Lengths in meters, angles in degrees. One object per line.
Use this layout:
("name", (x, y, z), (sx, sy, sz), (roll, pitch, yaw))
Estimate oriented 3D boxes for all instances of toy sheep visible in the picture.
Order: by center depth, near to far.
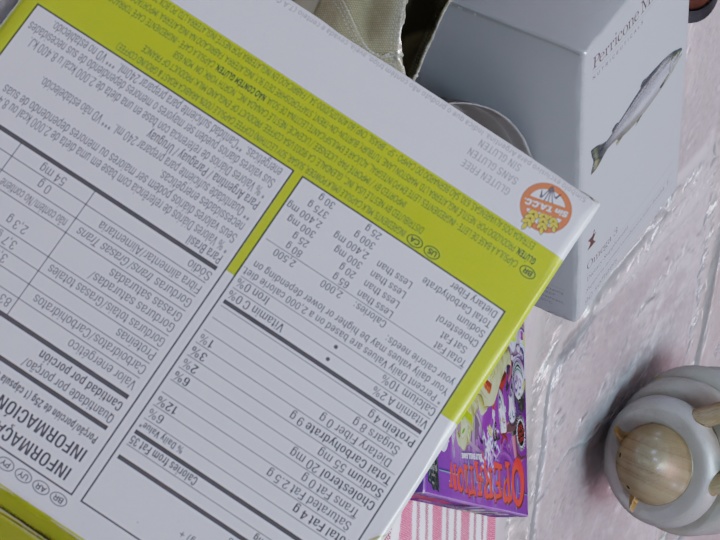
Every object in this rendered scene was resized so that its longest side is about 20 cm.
("toy sheep", (0.254, 0.131, 1.889), (0.200, 0.138, 0.138), (-3, 116, -52))

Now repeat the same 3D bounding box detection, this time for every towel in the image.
("towel", (0.039, 0.107, 1.460), (0.200, 0.030, 0.147), (43, 46, -64))

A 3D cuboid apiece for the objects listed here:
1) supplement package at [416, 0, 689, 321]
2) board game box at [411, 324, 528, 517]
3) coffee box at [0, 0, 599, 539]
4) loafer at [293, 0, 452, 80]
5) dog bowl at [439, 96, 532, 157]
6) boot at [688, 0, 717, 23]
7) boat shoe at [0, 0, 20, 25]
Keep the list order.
("supplement package", (0.092, -0.094, 1.330), (0.117, 0.117, 0.200), (-50, 152, -32))
("board game box", (0.054, 0.072, 1.426), (0.200, 0.032, 0.120), (23, 69, -69))
("coffee box", (-0.069, 0.026, 0.912), (0.198, 0.200, 0.200), (-57, 179, -19))
("loafer", (0.036, -0.163, 1.201), (0.200, 0.068, 0.076), (-61, 157, -10))
("dog bowl", (0.000, 0.000, 1.252), (0.200, 0.059, 0.200), (-32, 137, -35))
("boot", (0.158, -0.235, 1.442), (0.188, 0.068, 0.200), (-30, 129, -49))
("boat shoe", (-0.161, -0.091, 0.838), (0.200, 0.071, 0.069), (-64, 159, -1))
